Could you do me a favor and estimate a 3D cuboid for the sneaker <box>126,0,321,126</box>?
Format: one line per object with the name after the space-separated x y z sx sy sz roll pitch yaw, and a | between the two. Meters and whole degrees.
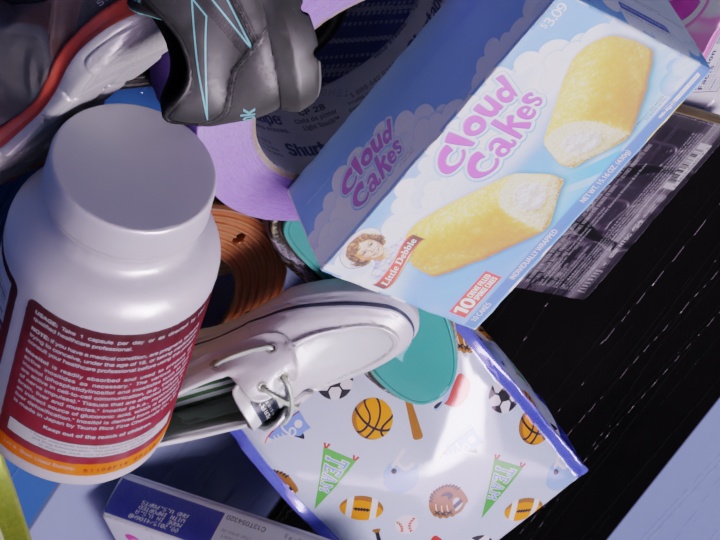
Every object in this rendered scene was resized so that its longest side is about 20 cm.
-0.077 -0.161 1.009 0.079 0.075 0.202 -17 104 -7 | sneaker

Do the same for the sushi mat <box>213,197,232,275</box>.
-0.097 -0.025 1.292 0.199 0.012 0.096 -11 145 -31 | sushi mat

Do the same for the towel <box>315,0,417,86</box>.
-0.006 -0.149 1.244 0.144 0.024 0.201 -8 137 -37 | towel

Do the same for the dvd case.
0.104 -0.050 1.265 0.199 0.016 0.149 10 130 -42 | dvd case

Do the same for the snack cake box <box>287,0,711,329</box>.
0.070 -0.072 1.145 0.114 0.067 0.200 19 123 -37 | snack cake box

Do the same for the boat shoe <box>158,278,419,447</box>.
-0.058 0.065 1.277 0.198 0.067 0.074 -17 135 15 | boat shoe

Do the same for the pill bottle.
-0.136 0.013 1.150 0.112 0.113 0.201 -14 147 -29 | pill bottle

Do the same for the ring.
-0.135 0.027 1.303 0.199 0.019 0.201 -22 148 -15 | ring

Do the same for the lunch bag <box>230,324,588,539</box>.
0.019 0.093 1.431 0.170 0.124 0.200 -41 121 4 | lunch bag

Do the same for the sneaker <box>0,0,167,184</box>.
-0.172 -0.105 1.117 0.200 0.082 0.077 -36 174 32 | sneaker

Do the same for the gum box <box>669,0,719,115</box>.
0.201 -0.179 1.303 0.066 0.114 0.201 -4 132 -38 | gum box

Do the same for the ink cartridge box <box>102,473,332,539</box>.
-0.058 0.225 1.464 0.043 0.195 0.201 -62 153 -29 | ink cartridge box

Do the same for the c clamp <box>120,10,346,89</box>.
-0.073 -0.164 1.144 0.198 0.027 0.172 -13 141 -16 | c clamp

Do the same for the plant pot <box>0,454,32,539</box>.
-0.282 0.160 1.218 0.183 0.201 0.201 -18 141 -7 | plant pot

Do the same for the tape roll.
-0.009 -0.118 1.160 0.199 0.066 0.201 -23 148 -15 | tape roll

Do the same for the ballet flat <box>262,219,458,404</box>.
0.000 0.000 1.316 0.072 0.072 0.201 -37 132 -1 | ballet flat
